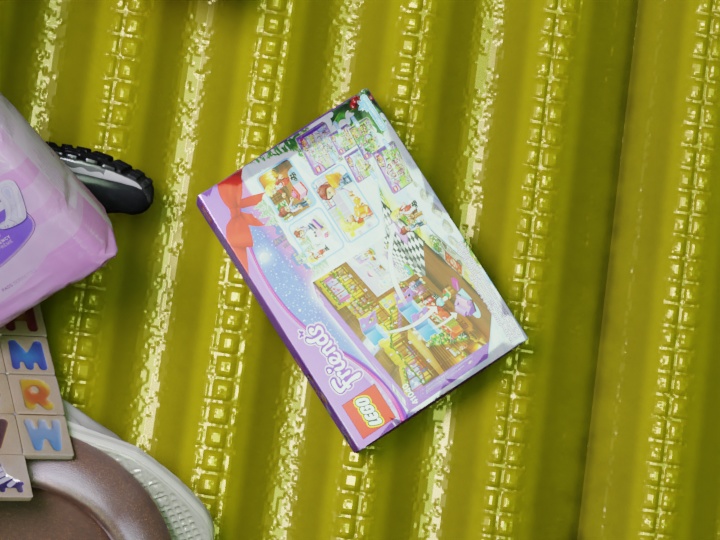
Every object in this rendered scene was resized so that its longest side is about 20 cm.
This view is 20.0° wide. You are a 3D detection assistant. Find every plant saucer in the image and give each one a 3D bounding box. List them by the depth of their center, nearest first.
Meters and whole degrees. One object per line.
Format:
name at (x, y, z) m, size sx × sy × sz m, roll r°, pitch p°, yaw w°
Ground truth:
plant saucer at (-0.214, 0.199, 1.281) m, size 0.198 × 0.032 × 0.202 m, roll 0°, pitch 101°, yaw 0°

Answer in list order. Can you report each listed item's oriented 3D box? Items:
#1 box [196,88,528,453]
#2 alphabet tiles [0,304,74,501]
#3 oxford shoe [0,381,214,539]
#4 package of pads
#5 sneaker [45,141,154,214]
box at (0.000, 0.000, 1.356) m, size 0.136 × 0.039 × 0.201 m, roll -32°, pitch 87°, yaw -9°
alphabet tiles at (-0.267, 0.063, 1.264) m, size 0.165 × 0.006 × 0.201 m, roll 4°, pitch 44°, yaw -26°
oxford shoe at (-0.179, 0.123, 1.314) m, size 0.199 × 0.058 × 0.075 m, roll 30°, pitch 111°, yaw -6°
package of pads at (-0.250, -0.054, 1.230) m, size 0.120 × 0.076 × 0.200 m, roll -32°, pitch 127°, yaw 9°
sneaker at (-0.235, -0.044, 1.334) m, size 0.198 × 0.076 × 0.088 m, roll 10°, pitch 96°, yaw 0°
